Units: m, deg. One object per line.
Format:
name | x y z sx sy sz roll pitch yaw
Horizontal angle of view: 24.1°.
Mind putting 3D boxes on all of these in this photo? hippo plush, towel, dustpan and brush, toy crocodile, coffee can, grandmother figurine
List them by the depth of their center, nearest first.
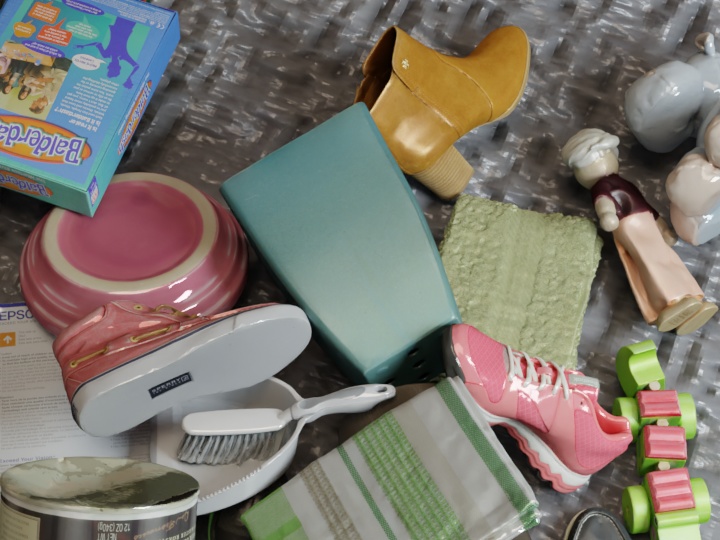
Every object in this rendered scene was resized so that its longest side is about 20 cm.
coffee can | -0.195 0.250 1.222 0.145 0.146 0.202 4 97 1
towel | 0.021 0.182 1.245 0.199 0.031 0.150 -33 47 1
dustpan and brush | -0.070 0.121 1.322 0.198 0.058 0.140 -5 39 -2
toy crocodile | 0.248 0.154 1.384 0.067 0.062 0.202 -3 62 -3
towel | 0.126 0.030 1.465 0.147 0.037 0.202 12 62 6
grandmother figurine | 0.236 -0.041 1.476 0.060 0.121 0.201 -34 65 17
hippo plush | 0.325 -0.140 1.487 0.198 0.160 0.162 -19 60 -18

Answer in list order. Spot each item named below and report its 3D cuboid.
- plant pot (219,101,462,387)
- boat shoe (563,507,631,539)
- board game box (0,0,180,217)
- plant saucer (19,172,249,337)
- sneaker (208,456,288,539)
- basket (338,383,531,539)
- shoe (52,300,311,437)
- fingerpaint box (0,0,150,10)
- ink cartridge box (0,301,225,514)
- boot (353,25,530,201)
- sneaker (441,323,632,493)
plant pot | 0.000 0.000 1.401 0.140 0.141 0.201 -30 64 -2
boat shoe | 0.195 0.273 1.315 0.074 0.066 0.201 3 61 1
board game box | -0.265 -0.160 1.474 0.151 0.045 0.201 19 63 8
plant saucer | -0.195 -0.017 1.445 0.198 0.051 0.202 0 44 0
sneaker | -0.081 0.242 1.305 0.076 0.083 0.202 29 59 -34
basket | 0.055 0.202 1.312 0.179 0.136 0.202 -29 53 23
shoe | -0.144 0.054 1.333 0.198 0.072 0.091 -22 48 -11
fingerpaint box | -0.304 -0.238 1.581 0.198 0.074 0.168 5 61 1
ink cartridge box | -0.210 0.114 1.406 0.197 0.041 0.202 -4 58 -4
boot | 0.074 -0.178 1.516 0.070 0.144 0.203 0 56 45
sneaker | 0.143 0.094 1.345 0.086 0.200 0.074 -31 35 27
